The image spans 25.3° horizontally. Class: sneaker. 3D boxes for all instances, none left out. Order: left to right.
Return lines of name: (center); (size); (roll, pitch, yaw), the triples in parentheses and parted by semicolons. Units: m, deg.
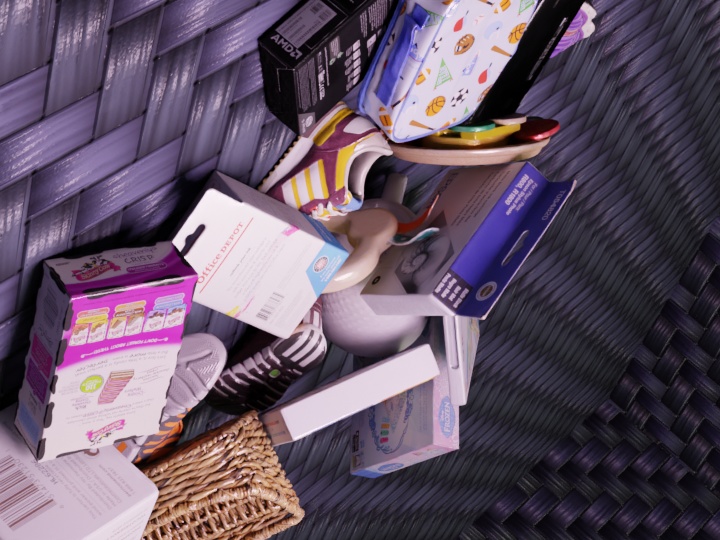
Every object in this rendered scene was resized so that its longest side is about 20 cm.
sneaker: (-0.215, 0.142, 1.787); (0.200, 0.078, 0.112); (-42, 168, 11)
sneaker: (-0.107, 0.091, 1.933); (0.199, 0.075, 0.116); (-33, -146, 35)
sneaker: (-0.050, -0.076, 1.689); (0.201, 0.090, 0.075); (-55, 161, 14)
sneaker: (0.235, -0.302, 1.941); (0.083, 0.081, 0.200); (-44, 163, 2)

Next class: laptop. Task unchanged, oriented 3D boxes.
laptop: (0.161, -0.276, 1.737); (0.200, 0.116, 0.188); (-23, 148, -58)

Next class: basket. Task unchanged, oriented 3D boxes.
basket: (-0.185, 0.273, 1.836); (0.199, 0.150, 0.143); (-24, -178, 12)

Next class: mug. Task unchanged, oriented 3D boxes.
mug: (0.024, -0.023, 1.922); (0.176, 0.146, 0.201); (96, 7, -60)

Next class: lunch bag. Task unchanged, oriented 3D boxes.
lunch bag: (0.082, -0.224, 1.566); (0.160, 0.076, 0.201); (-20, 145, -41)

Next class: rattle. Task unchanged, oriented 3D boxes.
rattle: (0.000, 0.000, 1.787); (0.198, 0.130, 0.144); (-16, 116, -10)

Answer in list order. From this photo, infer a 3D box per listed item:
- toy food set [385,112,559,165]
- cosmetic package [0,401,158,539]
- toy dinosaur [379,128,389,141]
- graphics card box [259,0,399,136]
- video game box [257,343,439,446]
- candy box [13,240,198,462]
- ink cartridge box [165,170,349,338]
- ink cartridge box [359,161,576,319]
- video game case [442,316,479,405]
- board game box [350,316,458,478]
toy food set: (0.123, -0.157, 1.818); (0.199, 0.197, 0.049); (-16, 110, -47)
cosmetic package: (-0.331, 0.258, 1.572); (0.166, 0.167, 0.201); (-31, 156, -45)
toy dinosaur: (0.090, -0.222, 1.742); (0.136, 0.101, 0.202); (-38, 145, -81)
graphics card box: (-0.009, -0.233, 1.539); (0.200, 0.051, 0.126); (-45, 162, -17)
video game box: (-0.026, 0.153, 1.911); (0.199, 0.047, 0.182); (-23, 180, -20)
candy box: (-0.240, 0.075, 1.501); (0.135, 0.061, 0.201); (-10, 132, -36)
ink cartridge box: (-0.122, -0.020, 1.600); (0.199, 0.068, 0.115); (26, 106, -44)
ink cartridge box: (0.113, -0.034, 1.741); (0.199, 0.041, 0.200); (-1, -132, 56)
video game case: (0.119, 0.035, 1.914); (0.200, 0.022, 0.184); (-69, 155, -67)
board game box: (0.056, 0.147, 2.043); (0.043, 0.202, 0.199); (12, 158, -28)
